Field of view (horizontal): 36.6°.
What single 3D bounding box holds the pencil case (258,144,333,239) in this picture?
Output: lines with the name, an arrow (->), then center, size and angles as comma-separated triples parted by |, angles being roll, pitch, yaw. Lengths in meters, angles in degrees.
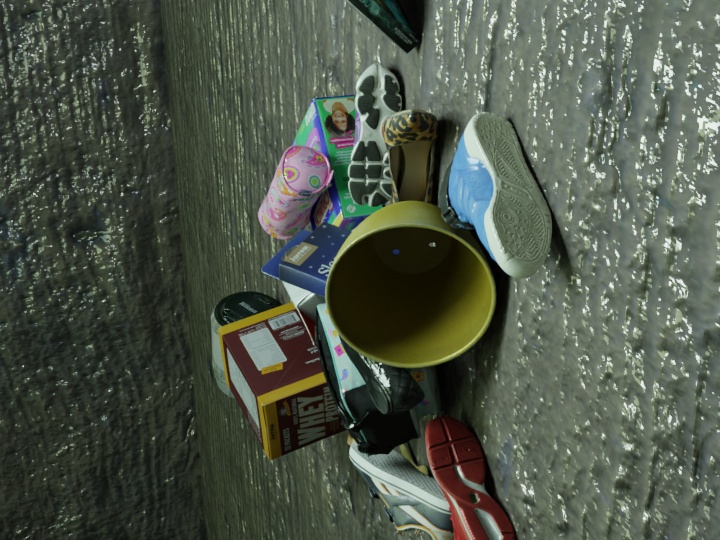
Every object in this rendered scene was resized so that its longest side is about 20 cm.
pencil case -> -0.100, -0.115, 1.653 | 0.200, 0.087, 0.088 | 129, 129, -65

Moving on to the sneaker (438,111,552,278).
sneaker -> 0.140, -0.060, 1.171 | 0.111, 0.076, 0.201 | 117, 145, -53

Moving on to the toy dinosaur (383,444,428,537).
toy dinosaur -> 0.079, 0.328, 1.633 | 0.201, 0.058, 0.102 | -108, 34, -53

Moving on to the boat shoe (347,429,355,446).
boat shoe -> 0.016, 0.217, 1.677 | 0.200, 0.070, 0.071 | -79, -7, -85

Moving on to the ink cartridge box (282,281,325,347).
ink cartridge box -> -0.029, 0.090, 1.653 | 0.200, 0.043, 0.174 | 43, -170, -42

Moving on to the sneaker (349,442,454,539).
sneaker -> 0.055, 0.312, 1.515 | 0.199, 0.078, 0.080 | 27, 110, 38

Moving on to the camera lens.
camera lens -> -0.242, 0.159, 2.355 | 0.160, 0.159, 0.201 | -121, 27, -49

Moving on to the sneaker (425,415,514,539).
sneaker -> 0.124, 0.298, 1.407 | 0.116, 0.078, 0.201 | 107, 151, -51

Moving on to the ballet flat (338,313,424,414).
ballet flat -> 0.015, 0.093, 1.373 | 0.201, 0.056, 0.067 | 63, 152, 24

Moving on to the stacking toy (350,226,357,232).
stacking toy -> 0.000, 0.000, 1.654 | 0.200, 0.085, 0.086 | 121, 137, -69

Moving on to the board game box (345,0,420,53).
board game box -> -0.001, -0.382, 1.401 | 0.028, 0.135, 0.201 | -37, 53, 20

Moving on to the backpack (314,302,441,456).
backpack -> 0.020, 0.124, 1.484 | 0.201, 0.152, 0.176 | 62, 179, 35

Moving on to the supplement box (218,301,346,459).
supplement box -> -0.106, 0.173, 1.818 | 0.200, 0.196, 0.134 | 53, 154, 44

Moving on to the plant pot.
plant pot -> 0.062, -0.005, 1.317 | 0.142, 0.198, 0.201 | -83, -4, -57

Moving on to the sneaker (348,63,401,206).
sneaker -> 0.025, -0.189, 1.521 | 0.084, 0.080, 0.202 | -99, 14, -70

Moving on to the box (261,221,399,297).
box -> -0.025, -0.006, 1.481 | 0.199, 0.121, 0.033 | 20, 130, 21

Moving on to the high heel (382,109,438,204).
high heel -> 0.068, -0.118, 1.368 | 0.200, 0.071, 0.144 | 89, 176, -82

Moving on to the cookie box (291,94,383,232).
cookie box -> -0.038, -0.144, 1.698 | 0.171, 0.075, 0.202 | 128, 130, -66
